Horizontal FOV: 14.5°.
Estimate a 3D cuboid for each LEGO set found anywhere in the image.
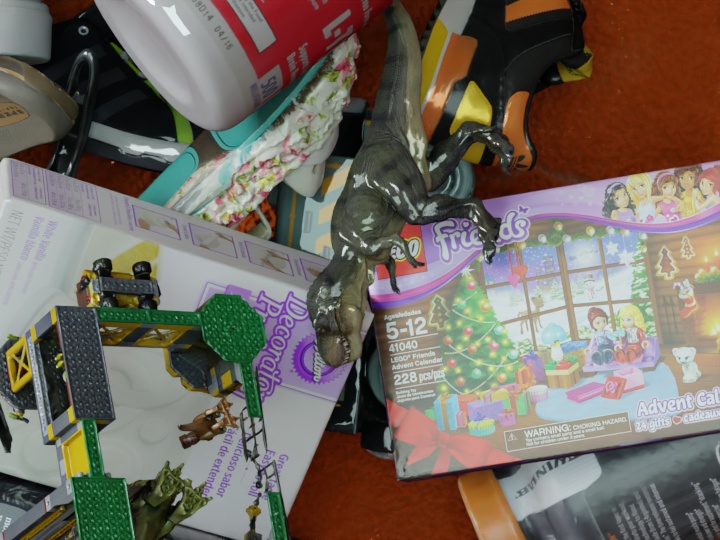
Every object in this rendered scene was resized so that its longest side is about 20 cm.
[{"bbox_3d":[-0.115,0.107,1.360,0.154,0.116,0.200,-5,69,-37],"label":"LEGO set"}]

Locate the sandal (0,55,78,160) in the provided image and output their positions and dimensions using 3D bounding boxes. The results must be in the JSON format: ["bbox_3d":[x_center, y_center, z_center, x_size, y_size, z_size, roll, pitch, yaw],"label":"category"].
[{"bbox_3d":[-0.224,-0.063,1.504,0.082,0.200,0.055,36,60,-36],"label":"sandal"}]

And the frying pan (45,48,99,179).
[{"bbox_3d":[-0.156,-0.017,1.530,0.115,0.031,0.190,40,125,-1],"label":"frying pan"}]

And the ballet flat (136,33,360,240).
[{"bbox_3d":[-0.061,-0.048,1.488,0.200,0.076,0.064,-44,117,13],"label":"ballet flat"}]

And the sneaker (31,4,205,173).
[{"bbox_3d":[-0.141,-0.105,1.548,0.200,0.072,0.083,16,91,3],"label":"sneaker"}]

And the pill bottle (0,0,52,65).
[{"bbox_3d":[-0.204,-0.209,1.491,0.112,0.112,0.200,0,89,4],"label":"pill bottle"}]

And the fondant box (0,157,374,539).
[{"bbox_3d":[-0.112,0.044,1.448,0.200,0.058,0.144,17,109,-17],"label":"fondant box"}]

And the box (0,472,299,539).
[{"bbox_3d":[-0.134,0.182,1.488,0.196,0.200,0.124,19,92,3],"label":"box"}]

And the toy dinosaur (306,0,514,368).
[{"bbox_3d":[0.030,-0.046,1.421,0.088,0.047,0.200,12,74,2],"label":"toy dinosaur"}]

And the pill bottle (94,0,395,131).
[{"bbox_3d":[-0.028,-0.169,1.413,0.200,0.112,0.112,-39,88,-12],"label":"pill bottle"}]

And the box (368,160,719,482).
[{"bbox_3d":[0.107,0.027,1.456,0.200,0.039,0.137,-10,83,6],"label":"box"}]

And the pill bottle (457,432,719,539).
[{"bbox_3d":[0.154,0.102,1.515,0.200,0.106,0.106,-25,89,3],"label":"pill bottle"}]

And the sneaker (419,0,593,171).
[{"bbox_3d":[0.090,-0.140,1.514,0.090,0.070,0.200,26,66,0],"label":"sneaker"}]

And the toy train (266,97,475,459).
[{"bbox_3d":[0.000,0.000,1.534,0.114,0.085,0.200,6,91,3],"label":"toy train"}]
